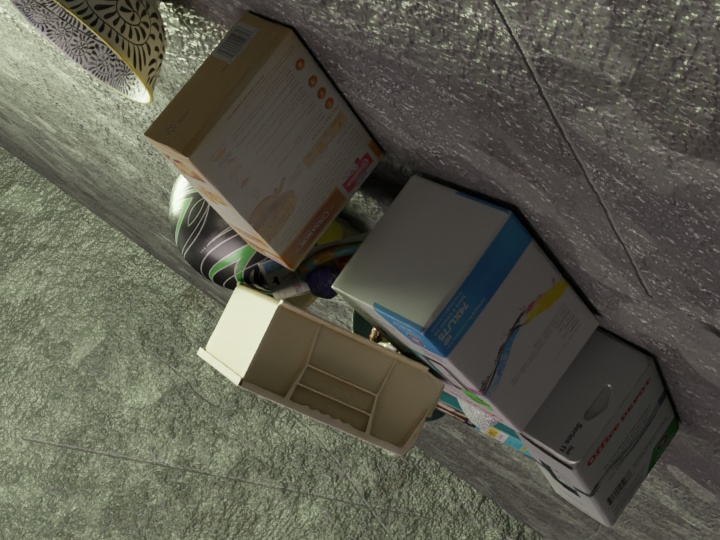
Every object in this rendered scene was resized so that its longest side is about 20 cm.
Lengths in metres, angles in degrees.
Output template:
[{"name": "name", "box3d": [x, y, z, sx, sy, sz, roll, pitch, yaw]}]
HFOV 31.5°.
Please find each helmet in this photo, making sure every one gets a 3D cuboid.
[{"name": "helmet", "box3d": [-0.115, -0.068, 1.424, 0.200, 0.200, 0.191, 32, 169, 26]}]

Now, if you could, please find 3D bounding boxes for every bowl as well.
[{"name": "bowl", "box3d": [-0.268, -0.272, 1.314, 0.201, 0.094, 0.201, 35, 169, 8]}]

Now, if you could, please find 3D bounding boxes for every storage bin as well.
[{"name": "storage bin", "box3d": [-0.043, 0.099, 1.319, 0.198, 0.094, 0.200, 26, 176, -18]}]

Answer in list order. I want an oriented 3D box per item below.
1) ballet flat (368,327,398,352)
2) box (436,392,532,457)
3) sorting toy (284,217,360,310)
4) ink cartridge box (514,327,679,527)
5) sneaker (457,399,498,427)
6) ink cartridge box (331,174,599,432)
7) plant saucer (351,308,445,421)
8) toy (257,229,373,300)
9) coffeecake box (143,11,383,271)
[{"name": "ballet flat", "box3d": [0.060, 0.069, 1.574, 0.076, 0.064, 0.200, 34, 157, 0]}, {"name": "box", "box3d": [0.172, 0.181, 1.608, 0.200, 0.049, 0.082, 26, 168, 8]}, {"name": "sorting toy", "box3d": [-0.101, -0.048, 1.595, 0.185, 0.200, 0.037, 35, 131, 9]}, {"name": "ink cartridge box", "box3d": [0.259, 0.170, 1.372, 0.083, 0.147, 0.200, 31, 167, 33]}, {"name": "sneaker", "box3d": [0.152, 0.073, 1.479, 0.075, 0.115, 0.200, -21, 86, 59]}, {"name": "ink cartridge box", "box3d": [0.108, 0.034, 1.269, 0.147, 0.146, 0.200, 26, 166, 48]}, {"name": "plant saucer", "box3d": [0.049, 0.115, 1.714, 0.201, 0.201, 0.039, 41, 129, -22]}, {"name": "toy", "box3d": [0.000, 0.000, 1.369, 0.115, 0.200, 0.047, 73, 177, -67]}, {"name": "coffeecake box", "box3d": [-0.086, -0.119, 1.221, 0.073, 0.154, 0.200, 29, 166, 40]}]
